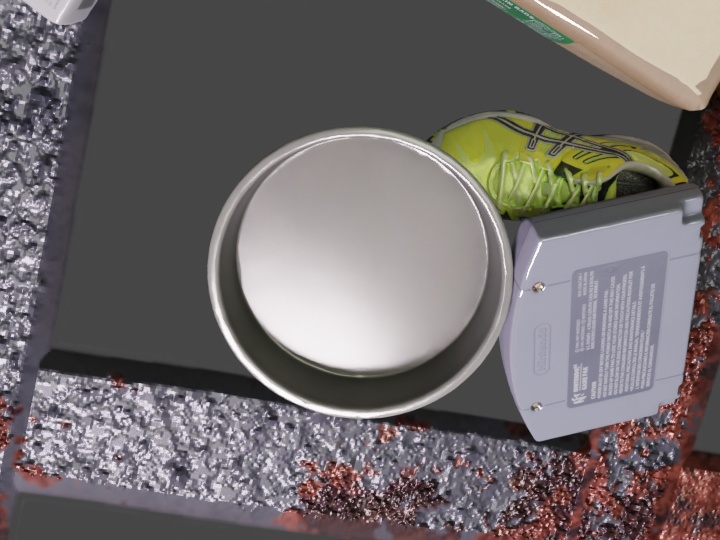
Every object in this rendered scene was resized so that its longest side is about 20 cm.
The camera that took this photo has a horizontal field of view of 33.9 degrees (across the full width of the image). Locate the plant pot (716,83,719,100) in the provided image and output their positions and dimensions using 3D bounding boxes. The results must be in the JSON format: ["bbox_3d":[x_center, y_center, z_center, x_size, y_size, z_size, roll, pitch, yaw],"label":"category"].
[{"bbox_3d":[0.331,-0.144,0.794,0.198,0.140,0.202,-3,104,-13],"label":"plant pot"}]

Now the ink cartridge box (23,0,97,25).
[{"bbox_3d":[-0.203,-0.266,0.668,0.199,0.057,0.163,38,111,1],"label":"ink cartridge box"}]

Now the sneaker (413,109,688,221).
[{"bbox_3d":[0.133,-0.065,0.798,0.198,0.076,0.076,-1,106,-13],"label":"sneaker"}]

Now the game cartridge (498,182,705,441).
[{"bbox_3d":[0.161,0.033,0.809,0.132,0.041,0.201,-14,133,-8],"label":"game cartridge"}]

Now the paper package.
[{"bbox_3d":[0.168,-0.230,0.738,0.199,0.103,0.192,29,96,-11],"label":"paper package"}]

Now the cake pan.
[{"bbox_3d":[0.000,0.000,0.778,0.198,0.037,0.202,1,110,2],"label":"cake pan"}]
